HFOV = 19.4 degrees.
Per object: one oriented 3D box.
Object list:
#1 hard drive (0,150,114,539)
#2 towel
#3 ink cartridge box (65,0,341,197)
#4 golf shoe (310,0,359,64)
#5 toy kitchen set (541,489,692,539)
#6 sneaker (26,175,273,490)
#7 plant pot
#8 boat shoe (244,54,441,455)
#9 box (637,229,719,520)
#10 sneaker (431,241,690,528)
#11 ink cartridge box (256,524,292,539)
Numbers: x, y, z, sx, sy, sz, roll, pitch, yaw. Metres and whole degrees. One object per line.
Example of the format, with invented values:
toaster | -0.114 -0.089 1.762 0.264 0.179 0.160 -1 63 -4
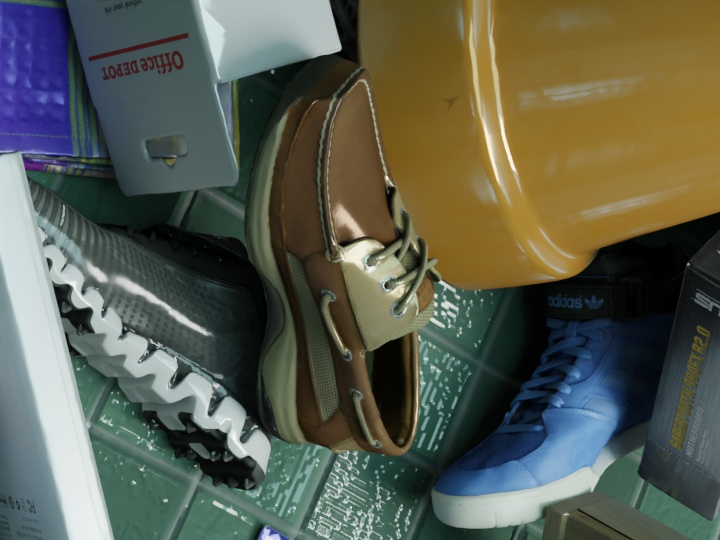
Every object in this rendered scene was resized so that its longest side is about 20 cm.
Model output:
hard drive | -0.151 0.054 0.874 0.026 0.132 0.200 -16 97 -30
towel | -0.141 -0.116 0.950 0.200 0.023 0.144 5 87 -32
ink cartridge box | -0.077 -0.138 0.910 0.068 0.115 0.200 -18 99 -32
golf shoe | 0.004 -0.150 1.027 0.097 0.078 0.200 -31 111 -48
toy kitchen set | 0.098 0.238 0.959 0.180 0.163 0.200 -11 117 -41
sneaker | -0.096 0.008 0.953 0.200 0.066 0.091 46 64 -27
plant pot | 0.123 -0.098 0.964 0.200 0.183 0.200 22 65 -61
boat shoe | 0.000 0.000 0.905 0.076 0.074 0.200 -52 151 -41
box | 0.222 0.007 1.046 0.200 0.048 0.158 -41 151 -32
sneaker | 0.103 0.048 1.066 0.200 0.077 0.111 -23 107 -35
ink cartridge box | -0.047 0.230 0.994 0.095 0.037 0.200 35 69 -27
